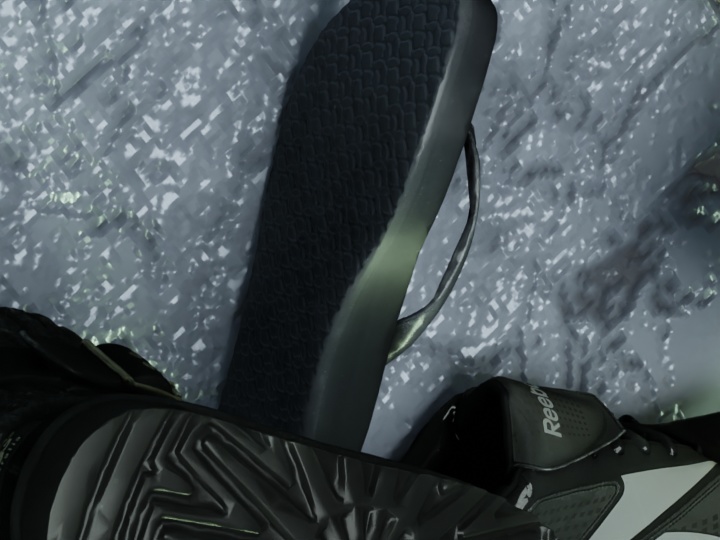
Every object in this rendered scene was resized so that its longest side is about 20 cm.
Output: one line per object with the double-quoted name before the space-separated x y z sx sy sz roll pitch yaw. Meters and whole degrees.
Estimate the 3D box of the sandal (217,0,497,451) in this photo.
"sandal" 0.000 0.000 0.900 0.043 0.076 0.201 5 116 -32

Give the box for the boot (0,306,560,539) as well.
"boot" -0.045 0.073 0.844 0.211 0.158 0.080 30 80 -33

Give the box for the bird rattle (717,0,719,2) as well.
"bird rattle" 0.147 -0.141 0.923 0.200 0.113 0.163 -37 140 -12

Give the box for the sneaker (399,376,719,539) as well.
"sneaker" 0.070 0.071 0.971 0.199 0.066 0.091 -19 119 -23
